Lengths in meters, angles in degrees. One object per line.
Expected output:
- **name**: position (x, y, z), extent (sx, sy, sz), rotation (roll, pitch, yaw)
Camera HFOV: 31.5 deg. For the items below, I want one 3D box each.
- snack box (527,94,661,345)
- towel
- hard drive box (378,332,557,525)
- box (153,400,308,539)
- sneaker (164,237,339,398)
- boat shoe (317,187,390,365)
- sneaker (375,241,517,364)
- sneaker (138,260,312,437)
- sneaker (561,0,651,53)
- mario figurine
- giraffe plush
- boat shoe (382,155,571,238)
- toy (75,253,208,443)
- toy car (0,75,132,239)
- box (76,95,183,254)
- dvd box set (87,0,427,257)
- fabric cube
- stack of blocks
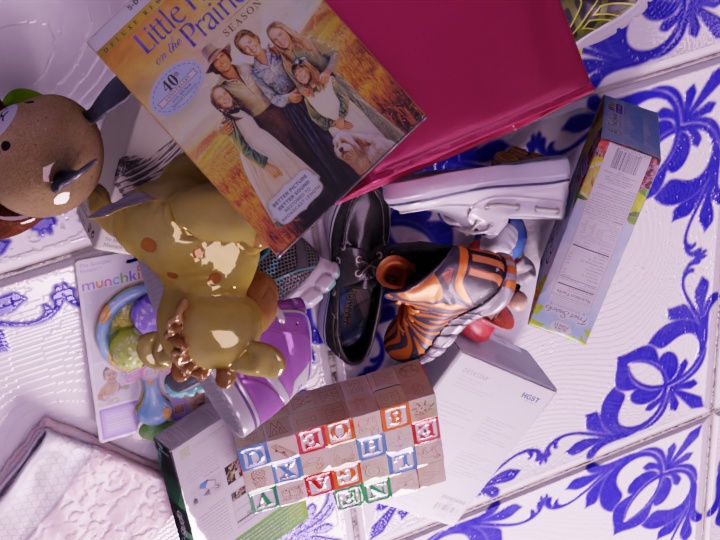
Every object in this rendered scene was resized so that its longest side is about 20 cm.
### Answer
- **snack box**: position (0.232, -0.053, 1.265), extent (0.067, 0.169, 0.202), rotation (19, 113, 5)
- **towel**: position (-0.295, 0.257, 1.276), extent (0.190, 0.032, 0.201), rotation (33, 102, -38)
- **hard drive box**: position (0.090, 0.163, 1.378), extent (0.155, 0.077, 0.201), rotation (24, 110, -36)
- **box**: position (-0.128, 0.214, 1.307), extent (0.144, 0.036, 0.202), rotation (-31, 130, -31)
- **sneaker**: position (-0.116, 0.035, 1.194), extent (0.200, 0.078, 0.091), rotation (-42, 97, -17)
- **boat shoe**: position (0.000, 0.000, 1.251), extent (0.068, 0.057, 0.202), rotation (-7, 122, -23)
- **sneaker**: position (0.052, 0.022, 1.227), extent (0.111, 0.078, 0.200), rotation (16, 144, -25)
- **sneaker**: position (-0.112, 0.032, 1.117), extent (0.114, 0.072, 0.202), rotation (-36, 114, -21)
- **sneaker**: position (0.200, -0.252, 1.181), extent (0.200, 0.075, 0.084), rotation (-46, 136, 5)
- **mario figurine**: position (0.154, -0.016, 1.291), extent (0.122, 0.106, 0.202), rotation (2, 117, -29)
- **giraffe plush**: position (-0.111, 0.002, 0.995), extent (0.198, 0.172, 0.164), rotation (-23, 114, -32)
- **boat shoe**: position (0.113, -0.062, 1.159), extent (0.198, 0.073, 0.068), rotation (-9, 97, -25)
- **toy**: position (-0.197, 0.076, 1.203), extent (0.114, 0.047, 0.202), rotation (-13, 125, -21)
- **toy car**: position (-0.252, -0.095, 0.939), extent (0.158, 0.198, 0.166), rotation (47, 50, -39)
- **box**: position (-0.172, -0.115, 1.085), extent (0.081, 0.068, 0.202), rotation (7, 117, -31)
- **dvd box set**: position (-0.071, -0.132, 0.890), extent (0.146, 0.029, 0.200), rotation (-42, 92, -2)
- **fabric cube**: position (0.036, -0.185, 1.018), extent (0.194, 0.200, 0.202), rotation (-22, 91, -12)
- **stack of blocks**: position (-0.021, 0.174, 1.259), extent (0.197, 0.059, 0.116), rotation (-14, 124, -8)
